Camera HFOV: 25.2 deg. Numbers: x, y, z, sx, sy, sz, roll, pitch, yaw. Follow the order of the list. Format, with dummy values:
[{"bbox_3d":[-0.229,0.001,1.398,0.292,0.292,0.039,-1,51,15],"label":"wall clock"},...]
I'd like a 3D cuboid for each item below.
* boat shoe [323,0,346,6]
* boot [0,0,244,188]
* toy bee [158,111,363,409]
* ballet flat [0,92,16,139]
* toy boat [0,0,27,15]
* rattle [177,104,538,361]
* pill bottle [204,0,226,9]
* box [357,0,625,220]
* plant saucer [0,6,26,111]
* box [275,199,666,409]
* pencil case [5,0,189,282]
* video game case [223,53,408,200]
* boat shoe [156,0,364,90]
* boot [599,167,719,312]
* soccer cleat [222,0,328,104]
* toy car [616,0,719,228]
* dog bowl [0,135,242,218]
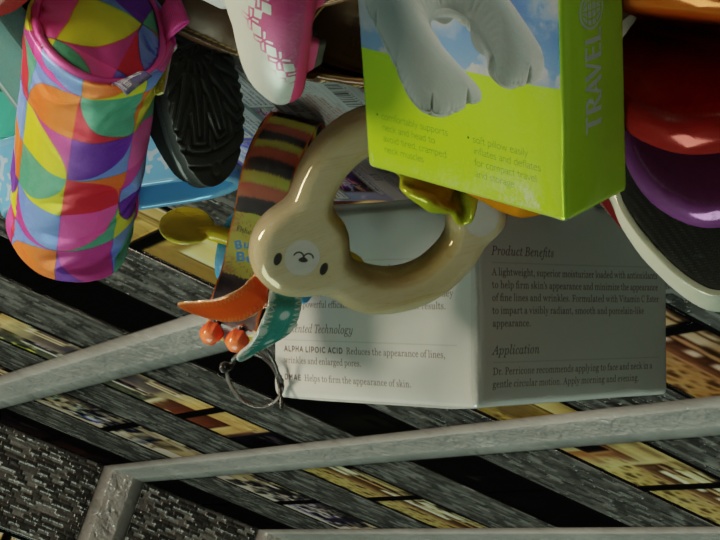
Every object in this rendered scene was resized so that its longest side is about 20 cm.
[{"bbox_3d":[0.018,-0.175,0.788,0.075,0.073,0.199,26,161,-22],"label":"boat shoe"},{"bbox_3d":[-0.174,-0.130,1.017,0.198,0.167,0.065,-2,-163,39],"label":"boot"},{"bbox_3d":[-0.060,0.007,1.023,0.129,0.202,0.109,-7,-167,17],"label":"toy bee"},{"bbox_3d":[-0.222,-0.121,1.188,0.063,0.077,0.199,20,166,-30],"label":"ballet flat"},{"bbox_3d":[-0.220,-0.201,0.901,0.198,0.132,0.130,4,-179,37],"label":"toy boat"},{"bbox_3d":[0.000,0.000,0.901,0.143,0.199,0.131,54,171,49],"label":"rattle"},{"bbox_3d":[-0.130,-0.212,0.760,0.198,0.115,0.114,25,161,-21],"label":"pill bottle"},{"bbox_3d":[0.053,-0.133,0.686,0.121,0.047,0.202,19,123,42],"label":"box"},{"bbox_3d":[-0.235,-0.160,0.997,0.201,0.019,0.070,55,148,-4],"label":"plant saucer"},{"bbox_3d":[0.075,0.022,1.104,0.197,0.133,0.199,1,178,-42],"label":"box"},{"bbox_3d":[-0.156,-0.078,0.925,0.087,0.089,0.201,20,142,-5],"label":"pencil case"},{"bbox_3d":[-0.035,-0.110,1.072,0.180,0.046,0.200,2,155,39],"label":"video game case"},{"bbox_3d":[-0.035,-0.144,0.899,0.198,0.073,0.068,15,-162,-4],"label":"boat shoe"},{"bbox_3d":[0.157,-0.049,0.900,0.201,0.072,0.144,58,176,22],"label":"boot"},{"bbox_3d":[-0.059,-0.173,0.702,0.085,0.203,0.070,-4,-162,-13],"label":"soccer cleat"},{"bbox_3d":[0.170,-0.096,0.731,0.173,0.151,0.200,9,157,26],"label":"toy car"},{"bbox_3d":[-0.177,-0.074,1.180,0.197,0.050,0.111,-8,173,3],"label":"dog bowl"}]
